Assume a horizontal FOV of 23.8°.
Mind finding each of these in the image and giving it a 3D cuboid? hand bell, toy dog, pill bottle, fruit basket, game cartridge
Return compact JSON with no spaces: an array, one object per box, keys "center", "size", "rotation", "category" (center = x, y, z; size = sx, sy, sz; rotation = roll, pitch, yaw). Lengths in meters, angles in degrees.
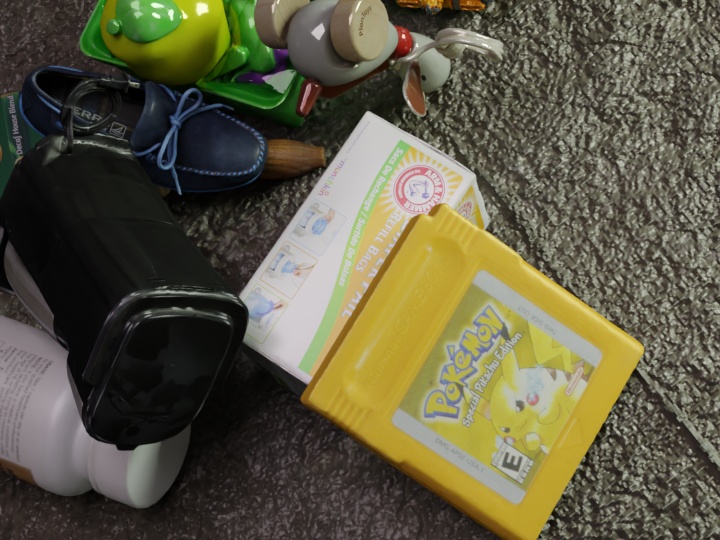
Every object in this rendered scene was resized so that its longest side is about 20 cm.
[{"center":[-0.128,-0.091,1.406],"size":[0.198,0.104,0.105],"rotation":[-3,67,3],"category":"hand bell"},{"center":[0.003,-0.152,1.317],"size":[0.132,0.199,0.097],"rotation":[13,89,55],"category":"toy dog"},{"center":[-0.238,0.111,1.328],"size":[0.199,0.114,0.115],"rotation":[17,74,22],"category":"pill bottle"},{"center":[-0.132,-0.206,1.377],"size":[0.214,0.216,0.157],"rotation":[18,75,23],"category":"fruit basket"},{"center":[0.083,0.074,1.228],"size":[0.199,0.032,0.177],"rotation":[34,79,-14],"category":"game cartridge"}]

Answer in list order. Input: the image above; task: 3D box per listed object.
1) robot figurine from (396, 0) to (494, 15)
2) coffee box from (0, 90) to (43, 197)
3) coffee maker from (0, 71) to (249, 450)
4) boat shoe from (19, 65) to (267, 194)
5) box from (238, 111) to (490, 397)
[{"center":[0.080,-0.298,1.428],"size":[0.144,0.058,0.202],"rotation":[6,70,20],"category":"robot figurine"},{"center":[-0.323,-0.084,1.467],"size":[0.198,0.044,0.124],"rotation":[-9,67,19],"category":"coffee box"},{"center":[-0.179,-0.004,1.231],"size":[0.134,0.193,0.200],"rotation":[-18,42,-25],"category":"coffee maker"},{"center":[-0.170,-0.108,1.335],"size":[0.198,0.069,0.085],"rotation":[9,72,-6],"category":"boat shoe"},{"center":[0.000,0.000,1.296],"size":[0.101,0.113,0.201],"rotation":[31,80,18],"category":"box"}]
